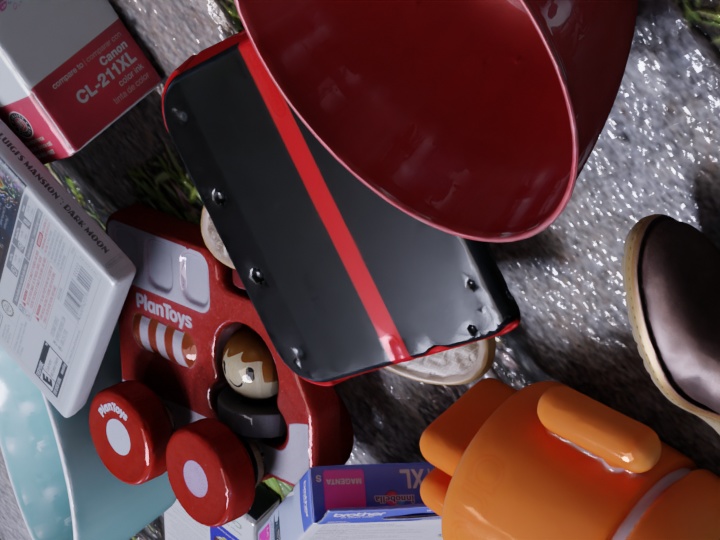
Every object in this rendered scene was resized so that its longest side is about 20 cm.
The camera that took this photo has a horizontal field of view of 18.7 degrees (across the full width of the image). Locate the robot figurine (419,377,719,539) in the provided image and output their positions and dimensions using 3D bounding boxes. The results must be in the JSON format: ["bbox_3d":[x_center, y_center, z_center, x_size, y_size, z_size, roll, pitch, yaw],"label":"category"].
[{"bbox_3d":[0.124,0.136,1.170,0.199,0.116,0.145,30,103,30],"label":"robot figurine"}]

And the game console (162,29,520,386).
[{"bbox_3d":[-0.015,-0.040,1.176,0.176,0.031,0.201,-19,100,44],"label":"game console"}]

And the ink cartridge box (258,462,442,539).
[{"bbox_3d":[0.012,0.151,1.334,0.200,0.118,0.042,127,140,-68],"label":"ink cartridge box"}]

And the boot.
[{"bbox_3d":[0.224,0.045,0.988,0.166,0.072,0.201,-17,111,47],"label":"boot"}]

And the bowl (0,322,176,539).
[{"bbox_3d":[-0.188,0.107,1.546,0.201,0.104,0.202,50,149,47],"label":"bowl"}]

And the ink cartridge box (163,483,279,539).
[{"bbox_3d":[-0.107,0.207,1.672,0.094,0.037,0.201,36,147,21],"label":"ink cartridge box"}]

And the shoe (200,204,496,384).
[{"bbox_3d":[0.000,0.000,1.250,0.199,0.053,0.070,30,118,24],"label":"shoe"}]

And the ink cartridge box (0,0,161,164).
[{"bbox_3d":[-0.232,-0.164,1.327,0.201,0.083,0.145,56,152,-15],"label":"ink cartridge box"}]

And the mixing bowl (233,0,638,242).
[{"bbox_3d":[0.047,-0.125,0.953,0.199,0.108,0.201,35,150,23],"label":"mixing bowl"}]

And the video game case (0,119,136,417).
[{"bbox_3d":[-0.221,-0.017,1.368,0.182,0.023,0.200,46,150,10],"label":"video game case"}]

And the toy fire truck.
[{"bbox_3d":[-0.091,0.056,1.396,0.199,0.112,0.170,20,121,44],"label":"toy fire truck"}]
